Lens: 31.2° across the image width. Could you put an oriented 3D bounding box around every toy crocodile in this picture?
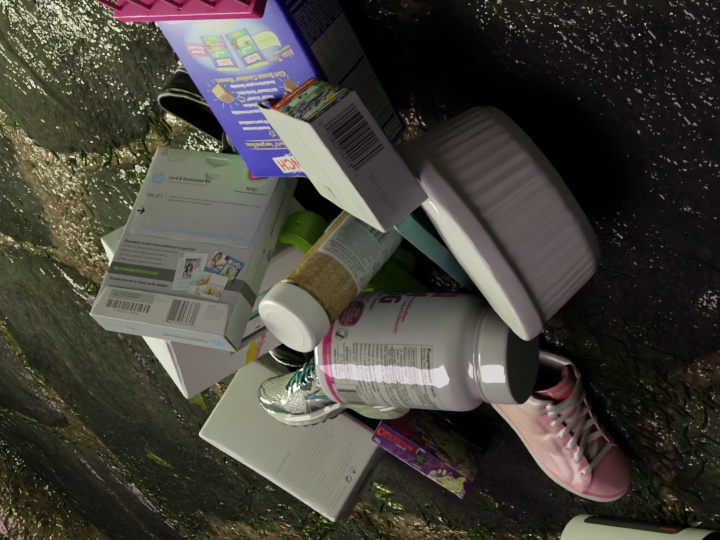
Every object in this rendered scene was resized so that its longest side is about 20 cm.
[{"bbox_3d":[0.000,0.000,1.346,0.062,0.068,0.200,-12,148,45],"label":"toy crocodile"}]

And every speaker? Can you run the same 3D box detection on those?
[{"bbox_3d":[0.316,0.319,1.425,0.199,0.081,0.081,-6,126,55],"label":"speaker"}]

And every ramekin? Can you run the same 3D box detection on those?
[{"bbox_3d":[0.118,-0.047,1.085,0.203,0.094,0.202,54,180,0],"label":"ramekin"}]

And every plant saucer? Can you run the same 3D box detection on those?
[{"bbox_3d":[0.069,-0.029,1.212,0.200,0.019,0.070,38,-162,-55],"label":"plant saucer"}]

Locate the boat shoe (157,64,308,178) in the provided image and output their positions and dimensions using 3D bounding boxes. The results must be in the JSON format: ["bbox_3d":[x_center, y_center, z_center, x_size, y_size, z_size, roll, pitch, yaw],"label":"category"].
[{"bbox_3d":[-0.128,-0.147,1.350,0.200,0.066,0.070,36,151,11],"label":"boat shoe"}]

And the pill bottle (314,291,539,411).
[{"bbox_3d":[0.065,0.078,1.257,0.199,0.114,0.114,1,134,27],"label":"pill bottle"}]

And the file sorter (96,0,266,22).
[{"bbox_3d":[-0.173,-0.297,1.076,0.199,0.140,0.125,10,174,45],"label":"file sorter"}]

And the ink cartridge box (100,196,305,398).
[{"bbox_3d":[-0.153,0.006,1.414,0.147,0.199,0.146,48,159,34],"label":"ink cartridge box"}]

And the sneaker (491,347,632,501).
[{"bbox_3d":[0.213,0.157,1.334,0.200,0.075,0.105,45,157,4],"label":"sneaker"}]

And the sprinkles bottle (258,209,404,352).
[{"bbox_3d":[-0.014,-0.012,1.253,0.068,0.200,0.068,30,149,20],"label":"sprinkles bottle"}]

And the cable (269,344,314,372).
[{"bbox_3d":[-0.105,0.072,1.640,0.163,0.051,0.201,28,149,25],"label":"cable"}]

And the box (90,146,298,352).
[{"bbox_3d":[-0.166,-0.026,1.301,0.155,0.201,0.041,7,155,22],"label":"box"}]

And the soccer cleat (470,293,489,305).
[{"bbox_3d":[0.092,0.077,1.371,0.080,0.068,0.200,11,152,-6],"label":"soccer cleat"}]

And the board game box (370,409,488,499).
[{"bbox_3d":[0.083,0.199,1.476,0.120,0.032,0.200,28,-173,8],"label":"board game box"}]

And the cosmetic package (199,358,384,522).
[{"bbox_3d":[-0.078,0.216,1.647,0.199,0.123,0.199,29,173,8],"label":"cosmetic package"}]

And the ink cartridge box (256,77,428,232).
[{"bbox_3d":[-0.021,-0.104,1.084,0.109,0.050,0.200,54,174,-20],"label":"ink cartridge box"}]

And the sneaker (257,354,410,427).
[{"bbox_3d":[-0.033,0.113,1.414,0.199,0.078,0.087,-10,131,29],"label":"sneaker"}]

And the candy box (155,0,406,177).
[{"bbox_3d":[-0.074,-0.184,1.178,0.168,0.077,0.201,3,132,44],"label":"candy box"}]
